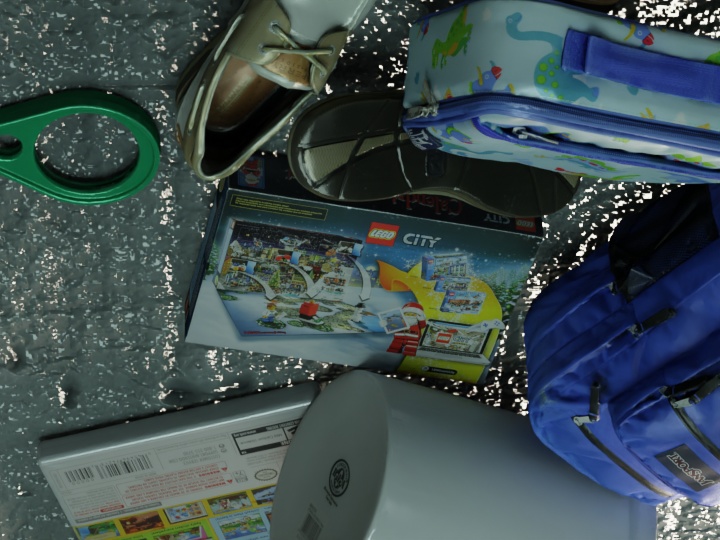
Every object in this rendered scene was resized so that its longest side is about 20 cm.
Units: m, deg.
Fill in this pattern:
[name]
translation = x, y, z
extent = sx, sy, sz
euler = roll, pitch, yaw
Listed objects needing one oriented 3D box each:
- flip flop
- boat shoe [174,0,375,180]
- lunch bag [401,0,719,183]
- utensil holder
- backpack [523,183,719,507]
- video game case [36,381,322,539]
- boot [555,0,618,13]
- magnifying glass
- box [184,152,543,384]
[flip flop]
translation = 0.044, -0.073, 1.425
extent = 0.199, 0.058, 0.081
euler = -2, 103, -25
[boat shoe]
translation = -0.039, -0.129, 1.364
extent = 0.075, 0.069, 0.200
euler = 20, 129, -22
[lunch bag]
translation = 0.131, -0.097, 1.335
extent = 0.199, 0.083, 0.161
euler = 9, 175, -23
[utensil holder]
translation = 0.064, 0.164, 1.574
extent = 0.200, 0.170, 0.170
euler = 19, 130, -25
[backpack]
translation = 0.197, 0.055, 1.492
extent = 0.200, 0.168, 0.162
euler = -32, 121, 29
[video game case]
translation = -0.100, 0.162, 1.674
extent = 0.199, 0.023, 0.182
euler = -13, 133, 8
[boot]
translation = 0.095, -0.231, 1.276
extent = 0.200, 0.078, 0.138
euler = 28, 121, -28
[magnifying glass]
translation = -0.219, -0.078, 1.439
extent = 0.199, 0.022, 0.080
euler = 4, 134, -9
[box]
translation = 0.000, 0.000, 1.512
extent = 0.199, 0.038, 0.137
euler = 9, 133, -12
